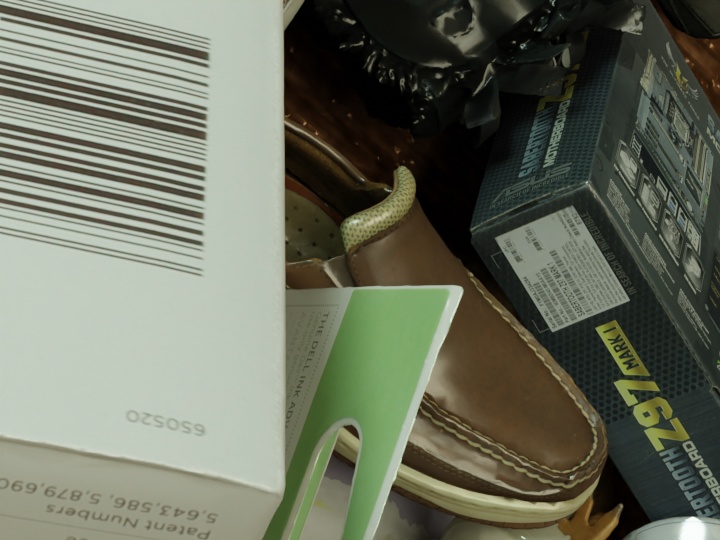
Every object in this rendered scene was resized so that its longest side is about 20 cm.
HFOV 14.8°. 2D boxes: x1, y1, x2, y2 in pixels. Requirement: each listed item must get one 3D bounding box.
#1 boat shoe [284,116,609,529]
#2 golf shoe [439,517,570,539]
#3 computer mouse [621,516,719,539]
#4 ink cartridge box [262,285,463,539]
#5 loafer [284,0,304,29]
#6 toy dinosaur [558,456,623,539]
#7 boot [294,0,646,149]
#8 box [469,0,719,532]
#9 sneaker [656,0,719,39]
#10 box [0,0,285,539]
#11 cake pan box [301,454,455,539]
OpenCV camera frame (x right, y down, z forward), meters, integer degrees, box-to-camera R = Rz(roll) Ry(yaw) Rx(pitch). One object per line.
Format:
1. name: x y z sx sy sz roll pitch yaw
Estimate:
1. boat shoe: -0.003 0.004 0.871 0.202 0.075 0.075 33 47 -1
2. golf shoe: 0.027 0.175 0.906 0.097 0.078 0.200 -15 116 -48
3. computer mouse: 0.112 0.173 0.950 0.044 0.109 0.200 -67 157 -56
4. ink cartridge box: -0.037 0.076 0.764 0.048 0.200 0.146 27 75 -32
5. loafer: -0.033 -0.163 0.896 0.063 0.072 0.200 39 67 -51
6. toy dinosaur: 0.068 0.101 0.963 0.106 0.060 0.200 53 49 -65
7. boot: 0.032 -0.150 0.938 0.162 0.073 0.198 -36 72 -4
8. box: 0.116 0.017 0.973 0.200 0.051 0.158 57 26 -22
9. sneaker: 0.157 -0.162 1.038 0.200 0.071 0.098 -53 133 -32
10. box: -0.129 -0.002 0.691 0.200 0.131 0.199 11 46 -14
11. cake pan box: -0.084 0.111 0.884 0.200 0.052 0.184 37 68 -29
